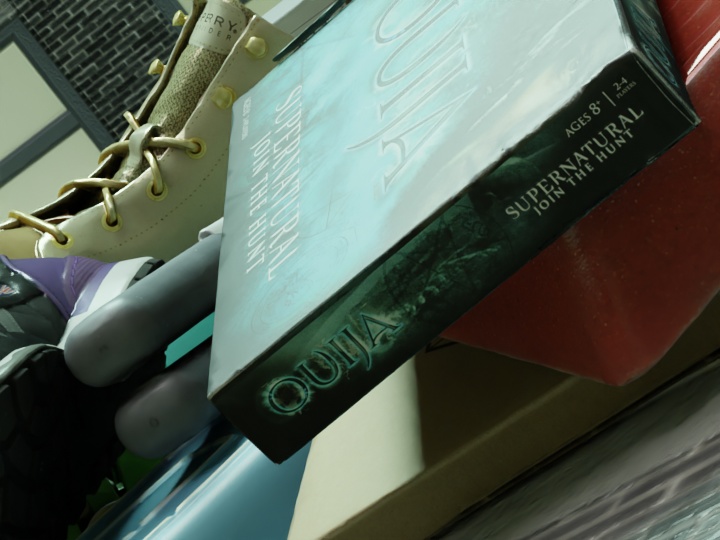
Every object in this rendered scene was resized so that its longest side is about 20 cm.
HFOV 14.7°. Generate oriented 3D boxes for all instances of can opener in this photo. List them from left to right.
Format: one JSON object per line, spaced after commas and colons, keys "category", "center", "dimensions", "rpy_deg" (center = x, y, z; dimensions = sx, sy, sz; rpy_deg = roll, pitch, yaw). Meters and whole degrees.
{"category": "can opener", "center": [-0.031, 0.005, 0.903], "dimensions": [0.067, 0.053, 0.200], "rpy_deg": [-35, 2, 18]}

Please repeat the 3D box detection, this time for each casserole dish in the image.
{"category": "casserole dish", "center": [-0.064, 0.094, 0.827], "dimensions": [0.200, 0.039, 0.121], "rpy_deg": [-44, 9, -32]}

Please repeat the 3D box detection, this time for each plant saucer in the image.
{"category": "plant saucer", "center": [0.081, -0.064, 0.759], "dimensions": [0.200, 0.037, 0.200], "rpy_deg": [-48, 20, -11]}

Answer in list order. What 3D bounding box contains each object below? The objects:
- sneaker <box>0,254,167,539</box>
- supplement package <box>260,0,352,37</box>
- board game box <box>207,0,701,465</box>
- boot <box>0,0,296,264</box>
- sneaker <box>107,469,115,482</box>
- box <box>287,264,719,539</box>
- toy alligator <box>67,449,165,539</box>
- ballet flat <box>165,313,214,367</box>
{"category": "sneaker", "center": [-0.127, 0.044, 0.870], "dimensions": [0.087, 0.076, 0.200], "rpy_deg": [8, 15, 10]}
{"category": "supplement package", "center": [0.022, -0.083, 1.187], "dimensions": [0.200, 0.117, 0.117], "rpy_deg": [-34, 8, 25]}
{"category": "board game box", "center": [0.019, -0.043, 0.742], "dimensions": [0.135, 0.028, 0.200], "rpy_deg": [-40, 19, 15]}
{"category": "boot", "center": [-0.089, -0.034, 1.033], "dimensions": [0.073, 0.200, 0.156], "rpy_deg": [30, 98, 47]}
{"category": "sneaker", "center": [-0.139, 0.057, 1.007], "dimensions": [0.073, 0.085, 0.200], "rpy_deg": [-48, -20, 8]}
{"category": "box", "center": [0.069, -0.009, 0.761], "dimensions": [0.200, 0.021, 0.164], "rpy_deg": [-35, 20, 25]}
{"category": "toy alligator", "center": [-0.083, 0.077, 0.951], "dimensions": [0.200, 0.054, 0.059], "rpy_deg": [-39, 8, -9]}
{"category": "ballet flat", "center": [0.000, 0.000, 1.047], "dimensions": [0.200, 0.072, 0.072], "rpy_deg": [-41, 8, -23]}
